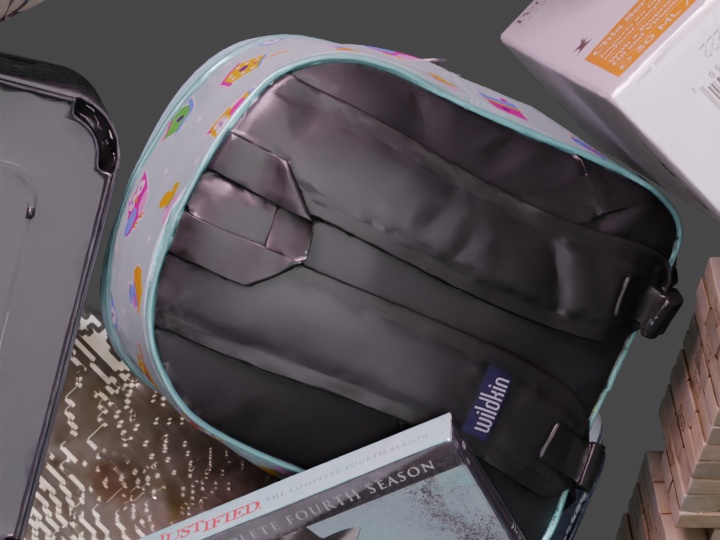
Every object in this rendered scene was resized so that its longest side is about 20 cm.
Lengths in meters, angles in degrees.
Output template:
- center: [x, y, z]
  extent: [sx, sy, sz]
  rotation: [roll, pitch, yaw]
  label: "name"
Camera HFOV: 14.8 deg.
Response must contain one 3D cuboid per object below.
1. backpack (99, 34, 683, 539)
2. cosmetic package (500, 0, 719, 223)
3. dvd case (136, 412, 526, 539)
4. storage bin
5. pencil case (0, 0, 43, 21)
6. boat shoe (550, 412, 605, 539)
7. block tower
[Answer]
- center: [0.000, 0.000, 1.084]
  extent: [0.199, 0.153, 0.176]
  rotation: [23, 97, -28]
  label: "backpack"
- center: [0.129, -0.090, 1.065]
  extent: [0.101, 0.200, 0.071]
  rotation: [-45, 103, 1]
  label: "cosmetic package"
- center: [0.015, 0.158, 1.080]
  extent: [0.145, 0.022, 0.200]
  rotation: [-22, 119, 15]
  label: "dvd case"
- center: [-0.182, 0.010, 1.091]
  extent: [0.134, 0.094, 0.201]
  rotation: [14, 97, -11]
  label: "storage bin"
- center: [-0.146, -0.134, 1.029]
  extent: [0.200, 0.089, 0.078]
  rotation: [-31, 143, -37]
  label: "pencil case"
- center: [0.063, 0.154, 1.165]
  extent: [0.091, 0.071, 0.201]
  rotation: [33, 90, -16]
  label: "boat shoe"
- center: [0.147, 0.085, 1.125]
  extent: [0.057, 0.054, 0.201]
  rotation: [1, 135, -10]
  label: "block tower"
